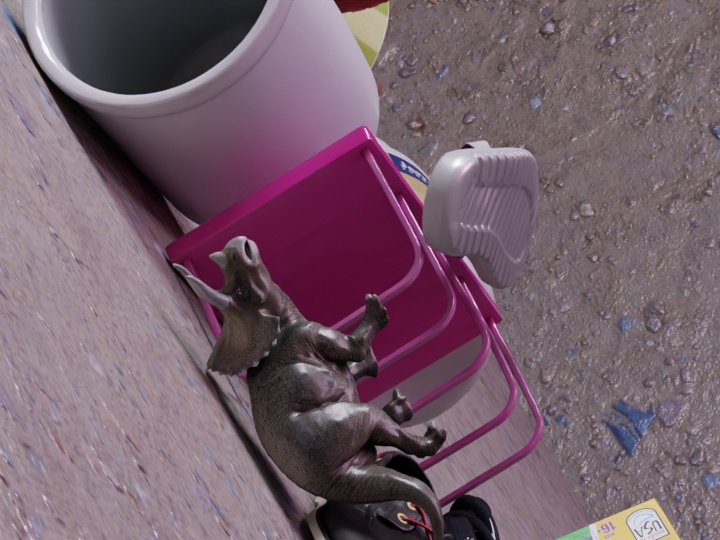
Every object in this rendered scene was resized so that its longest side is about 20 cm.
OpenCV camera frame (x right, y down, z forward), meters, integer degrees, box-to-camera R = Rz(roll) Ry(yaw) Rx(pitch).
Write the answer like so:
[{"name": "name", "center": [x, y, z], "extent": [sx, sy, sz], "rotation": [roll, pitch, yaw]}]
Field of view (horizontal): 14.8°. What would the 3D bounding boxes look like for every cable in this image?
[{"name": "cable", "center": [0.081, 0.216, 1.630], "extent": [0.200, 0.051, 0.164], "rotation": [-122, -170, -82]}]

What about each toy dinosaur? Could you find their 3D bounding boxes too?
[{"name": "toy dinosaur", "center": [-0.020, 0.076, 1.486], "extent": [0.201, 0.102, 0.077], "rotation": [64, -22, 16]}]

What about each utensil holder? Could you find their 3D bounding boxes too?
[{"name": "utensil holder", "center": [-0.089, -0.131, 1.694], "extent": [0.170, 0.170, 0.200], "rotation": [59, 3, 31]}]

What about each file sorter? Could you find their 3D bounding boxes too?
[{"name": "file sorter", "center": [0.005, 0.045, 1.646], "extent": [0.200, 0.139, 0.126], "rotation": [52, 9, -46]}]

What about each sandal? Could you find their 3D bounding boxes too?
[{"name": "sandal", "center": [0.064, -0.041, 1.629], "extent": [0.050, 0.083, 0.203], "rotation": [17, -4, 17]}]

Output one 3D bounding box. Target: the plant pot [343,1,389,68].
[{"name": "plant pot", "center": [-0.113, -0.203, 2.076], "extent": [0.200, 0.187, 0.187], "rotation": [37, 14, -31]}]

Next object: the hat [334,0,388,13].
[{"name": "hat", "center": [-0.067, -0.205, 1.893], "extent": [0.200, 0.176, 0.166], "rotation": [-36, 102, -53]}]

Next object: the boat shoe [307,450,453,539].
[{"name": "boat shoe", "center": [0.014, 0.145, 1.508], "extent": [0.074, 0.063, 0.201], "rotation": [58, 5, -8]}]

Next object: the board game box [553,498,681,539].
[{"name": "board game box", "center": [0.160, 0.249, 1.725], "extent": [0.040, 0.153, 0.200], "rotation": [76, -12, -45]}]

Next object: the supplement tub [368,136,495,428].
[{"name": "supplement tub", "center": [0.000, 0.000, 1.865], "extent": [0.145, 0.144, 0.200], "rotation": [54, 5, -32]}]
